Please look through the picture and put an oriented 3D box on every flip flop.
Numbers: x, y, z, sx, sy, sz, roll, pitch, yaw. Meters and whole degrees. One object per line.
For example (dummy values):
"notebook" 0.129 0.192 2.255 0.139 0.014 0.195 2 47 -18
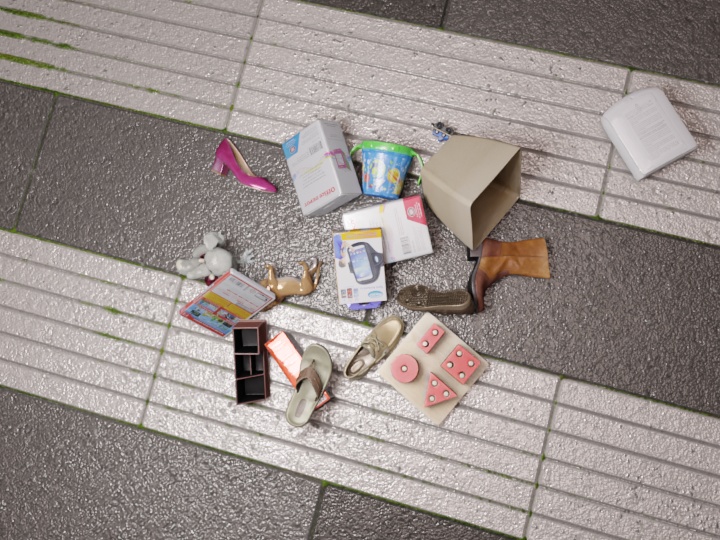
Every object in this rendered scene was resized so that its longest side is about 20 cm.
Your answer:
"flip flop" -0.124 0.270 1.639 0.081 0.058 0.201 21 85 7

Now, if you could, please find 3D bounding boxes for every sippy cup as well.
"sippy cup" 0.060 -0.249 1.761 0.177 0.139 0.131 13 96 49

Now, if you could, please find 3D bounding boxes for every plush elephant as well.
"plush elephant" -0.366 -0.005 1.752 0.199 0.155 0.165 -29 81 2

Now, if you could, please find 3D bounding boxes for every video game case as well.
"video game case" -0.327 0.084 1.720 0.200 0.143 0.018 -36 41 24

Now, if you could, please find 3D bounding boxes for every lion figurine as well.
"lion figurine" -0.180 0.037 1.771 0.199 0.072 0.123 -6 100 -1

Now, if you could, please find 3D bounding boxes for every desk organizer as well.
"desk organizer" -0.269 0.226 1.726 0.071 0.077 0.201 -1 99 6

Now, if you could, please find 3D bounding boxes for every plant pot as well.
"plant pot" 0.257 -0.208 1.689 0.177 0.200 0.200 34 72 26

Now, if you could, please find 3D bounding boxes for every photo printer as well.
"photo printer" 0.705 -0.344 1.731 0.166 0.069 0.201 -29 80 2

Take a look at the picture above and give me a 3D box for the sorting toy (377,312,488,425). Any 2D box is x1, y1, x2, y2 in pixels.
"sorting toy" 0.176 0.238 1.709 0.200 0.070 0.199 40 88 9

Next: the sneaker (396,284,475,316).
"sneaker" 0.186 0.085 1.724 0.199 0.076 0.071 4 59 33

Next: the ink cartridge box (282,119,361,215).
"ink cartridge box" -0.098 -0.254 1.764 0.144 0.084 0.201 -24 78 39

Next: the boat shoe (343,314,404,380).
"boat shoe" 0.032 0.192 1.731 0.072 0.065 0.200 44 89 9

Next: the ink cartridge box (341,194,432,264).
"ink cartridge box" 0.067 -0.095 1.741 0.199 0.086 0.148 -12 97 5

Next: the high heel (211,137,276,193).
"high heel" -0.293 -0.270 1.826 0.199 0.067 0.096 25 96 21

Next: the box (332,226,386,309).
"box" 0.000 0.000 1.698 0.118 0.041 0.201 -5 101 3

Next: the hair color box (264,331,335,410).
"hair color box" -0.148 0.248 1.725 0.061 0.102 0.200 -37 80 -1

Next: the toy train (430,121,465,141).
"toy train" 0.264 -0.322 1.793 0.199 0.034 0.046 30 99 8

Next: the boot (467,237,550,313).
"boot" 0.366 0.012 1.736 0.199 0.069 0.189 1 75 -1
